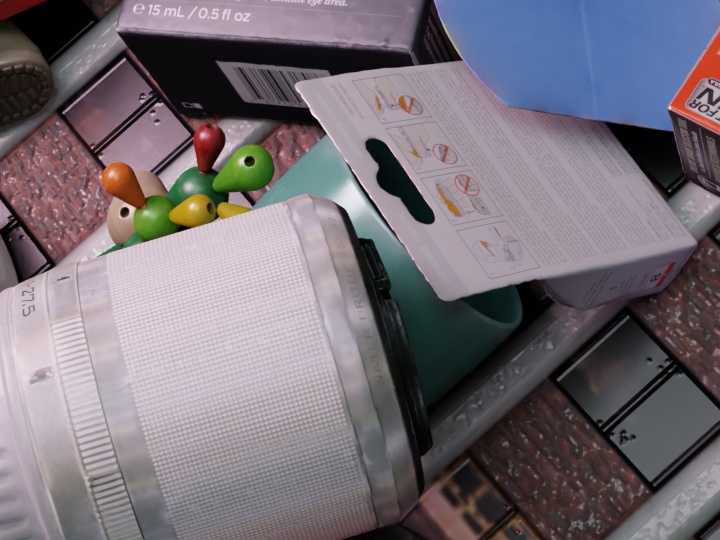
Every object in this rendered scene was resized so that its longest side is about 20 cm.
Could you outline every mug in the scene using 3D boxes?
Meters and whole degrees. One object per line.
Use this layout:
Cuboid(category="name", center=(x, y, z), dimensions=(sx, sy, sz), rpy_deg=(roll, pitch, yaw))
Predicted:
Cuboid(category="mug", center=(0.005, 0.008, 0.988), dimensions=(0.114, 0.185, 0.152), rpy_deg=(-43, 81, 17))

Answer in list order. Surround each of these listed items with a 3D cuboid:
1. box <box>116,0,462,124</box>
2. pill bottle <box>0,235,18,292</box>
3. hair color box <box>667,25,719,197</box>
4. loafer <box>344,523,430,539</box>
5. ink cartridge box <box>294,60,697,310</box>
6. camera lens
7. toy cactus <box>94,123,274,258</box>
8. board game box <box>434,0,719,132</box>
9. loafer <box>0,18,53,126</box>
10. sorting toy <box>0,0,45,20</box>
Cuboid(category="box", center=(-0.025, -0.204, 1.087), dimensions=(0.195, 0.118, 0.202), rpy_deg=(6, 70, 19))
Cuboid(category="pill bottle", center=(-0.327, 0.022, 1.087), dimensions=(0.199, 0.120, 0.120), rpy_deg=(-29, 64, 5))
Cuboid(category="hair color box", center=(0.256, -0.139, 0.985), dimensions=(0.061, 0.102, 0.201), rpy_deg=(31, 81, 25))
Cuboid(category="loafer", center=(-0.028, 0.156, 0.975), dimensions=(0.198, 0.063, 0.072), rpy_deg=(23, 77, 23))
Cuboid(category="ink cartridge box", center=(0.072, -0.044, 0.967), dimensions=(0.199, 0.050, 0.163), rpy_deg=(-13, 57, -36))
Cuboid(category="camera lens", center=(-0.074, 0.062, 0.817), dimensions=(0.198, 0.160, 0.161), rpy_deg=(-16, 65, -3))
Cuboid(category="toy cactus", center=(-0.138, -0.018, 1.036), dimensions=(0.201, 0.102, 0.165), rpy_deg=(-51, 22, 14))
Cuboid(category="board game box", center=(0.123, -0.149, 1.026), dimensions=(0.198, 0.039, 0.160), rpy_deg=(6, 64, -22))
Cuboid(category="loafer", center=(-0.306, -0.121, 1.159), dimensions=(0.198, 0.076, 0.069), rpy_deg=(-12, 49, -9))
Cuboid(category="sorting toy", center=(-0.304, -0.210, 1.158), dimensions=(0.199, 0.070, 0.198), rpy_deg=(-32, 39, -31))
